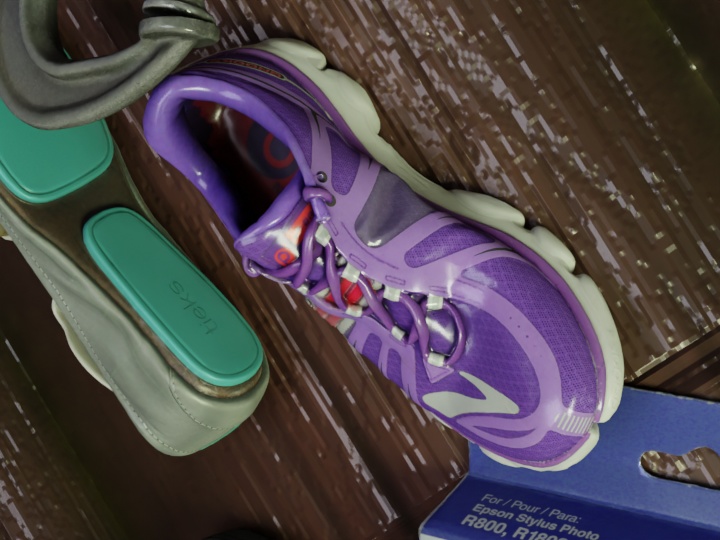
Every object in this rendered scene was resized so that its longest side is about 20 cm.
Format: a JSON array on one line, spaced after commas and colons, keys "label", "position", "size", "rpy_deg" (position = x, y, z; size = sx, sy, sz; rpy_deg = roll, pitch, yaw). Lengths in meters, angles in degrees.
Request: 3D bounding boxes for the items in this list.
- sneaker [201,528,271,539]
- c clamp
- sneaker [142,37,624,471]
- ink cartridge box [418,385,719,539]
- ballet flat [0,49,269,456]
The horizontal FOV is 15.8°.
[{"label": "sneaker", "position": [-0.038, 0.179, 0.939], "size": [0.200, 0.104, 0.060], "rpy_deg": [51, 138, 32]}, {"label": "c clamp", "position": [-0.075, -0.147, 0.900], "size": [0.170, 0.027, 0.201], "rpy_deg": [4, 85, 43]}, {"label": "sneaker", "position": [0.000, 0.000, 0.890], "size": [0.200, 0.083, 0.081], "rpy_deg": [39, 116, 19]}, {"label": "ink cartridge box", "position": [0.110, 0.144, 0.890], "size": [0.196, 0.043, 0.201], "rpy_deg": [9, 111, 34]}, {"label": "ballet flat", "position": [-0.112, -0.015, 0.983], "size": [0.200, 0.067, 0.064], "rpy_deg": [54, 135, 10]}]
